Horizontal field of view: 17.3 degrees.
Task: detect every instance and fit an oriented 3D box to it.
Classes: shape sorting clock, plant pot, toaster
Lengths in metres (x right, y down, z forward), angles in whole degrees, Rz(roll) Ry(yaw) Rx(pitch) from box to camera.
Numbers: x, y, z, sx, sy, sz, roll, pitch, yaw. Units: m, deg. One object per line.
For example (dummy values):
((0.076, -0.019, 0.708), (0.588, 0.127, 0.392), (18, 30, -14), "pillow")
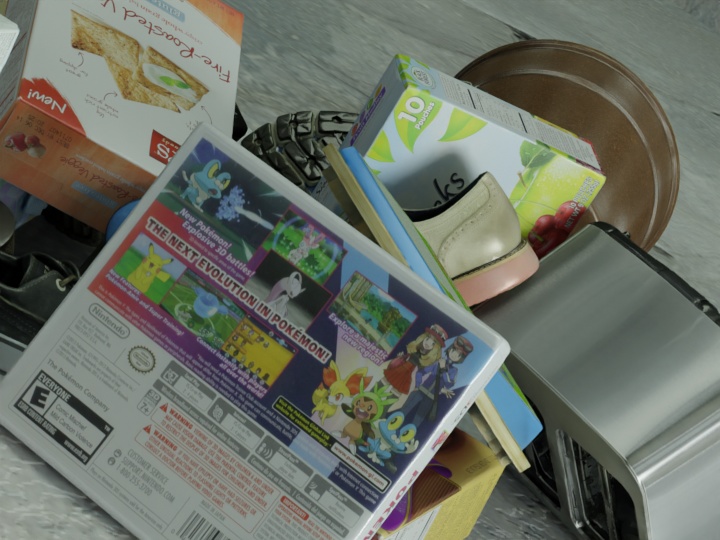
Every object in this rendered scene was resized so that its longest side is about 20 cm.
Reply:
((0.032, 0.021, 1.247), (0.200, 0.039, 0.200), (56, 4, -6), "shape sorting clock")
((0.118, -0.044, 1.701), (0.200, 0.201, 0.198), (30, 26, 3), "plant pot")
((0.163, 0.086, 1.389), (0.181, 0.118, 0.200), (43, -22, 38), "toaster")

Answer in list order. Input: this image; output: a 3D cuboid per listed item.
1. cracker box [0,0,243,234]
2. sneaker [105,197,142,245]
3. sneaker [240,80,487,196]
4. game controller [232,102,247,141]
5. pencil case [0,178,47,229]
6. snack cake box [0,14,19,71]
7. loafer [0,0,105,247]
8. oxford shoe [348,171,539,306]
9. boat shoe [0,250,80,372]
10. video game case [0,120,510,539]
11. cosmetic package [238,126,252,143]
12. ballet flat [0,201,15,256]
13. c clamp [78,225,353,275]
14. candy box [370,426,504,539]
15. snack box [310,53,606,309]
((-0.141, -0.108, 1.360), (0.134, 0.058, 0.200), (29, 35, -21), "cracker box")
((-0.060, 0.019, 1.233), (0.200, 0.066, 0.078), (34, 8, 19), "sneaker")
((-0.001, -0.055, 1.511), (0.199, 0.089, 0.079), (-13, 57, -23), "sneaker")
((-0.128, -0.122, 1.541), (0.104, 0.042, 0.200), (17, 11, -12), "game controller")
((-0.257, -0.098, 1.401), (0.090, 0.083, 0.200), (-5, 35, -39), "pencil case")
((-0.243, -0.037, 1.054), (0.067, 0.201, 0.115), (33, 17, 13), "snack cake box")
((-0.194, -0.102, 1.461), (0.068, 0.076, 0.200), (-29, 68, -23), "loafer")
((0.000, 0.000, 1.380), (0.071, 0.199, 0.074), (-88, 157, -77), "oxford shoe")
((-0.179, 0.017, 1.248), (0.199, 0.057, 0.069), (23, 18, -19), "boat shoe")
((-0.057, 0.052, 1.145), (0.200, 0.183, 0.023), (36, -3, 22), "video game case")
((-0.139, -0.080, 1.596), (0.199, 0.052, 0.151), (12, 26, -45), "cosmetic package")
((-0.281, -0.046, 1.301), (0.199, 0.046, 0.068), (25, 48, 4), "ballet flat")
((-0.078, -0.012, 1.348), (0.199, 0.027, 0.171), (20, 50, 33), "c clamp")
((-0.010, 0.110, 1.256), (0.116, 0.057, 0.200), (32, 16, 16), "candy box")
((0.036, -0.016, 1.436), (0.142, 0.200, 0.053), (23, 25, -18), "snack box")
